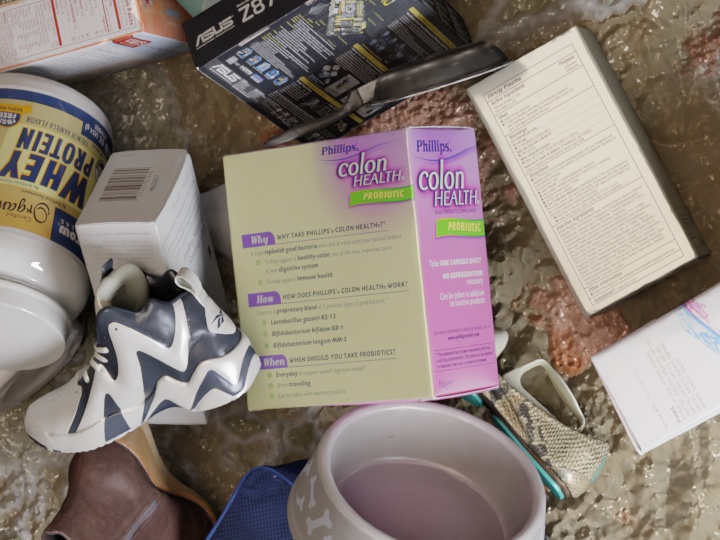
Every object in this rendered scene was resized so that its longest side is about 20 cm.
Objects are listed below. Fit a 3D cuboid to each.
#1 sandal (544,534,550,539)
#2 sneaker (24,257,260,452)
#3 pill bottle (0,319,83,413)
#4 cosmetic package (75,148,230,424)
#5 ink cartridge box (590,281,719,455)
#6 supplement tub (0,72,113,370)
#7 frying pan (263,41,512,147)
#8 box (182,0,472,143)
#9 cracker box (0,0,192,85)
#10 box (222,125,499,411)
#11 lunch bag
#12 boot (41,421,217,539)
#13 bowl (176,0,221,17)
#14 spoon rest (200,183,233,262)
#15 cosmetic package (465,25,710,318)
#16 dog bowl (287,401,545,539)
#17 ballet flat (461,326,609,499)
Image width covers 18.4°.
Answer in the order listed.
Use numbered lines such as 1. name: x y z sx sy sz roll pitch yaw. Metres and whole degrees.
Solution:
1. sandal: 0.159 0.272 1.726 0.059 0.079 0.207 -44 81 11
2. sneaker: -0.187 0.055 1.683 0.198 0.080 0.130 -15 114 27
3. pill bottle: -0.332 0.012 1.854 0.111 0.111 0.200 -43 80 14
4. cosmetic package: -0.158 0.015 1.758 0.073 0.102 0.201 -1 128 17
5. ink cartridge box: 0.283 0.048 1.645 0.199 0.148 0.086 -29 83 15
6. supplement tub: -0.276 -0.037 1.748 0.143 0.145 0.201 -4 61 17
7. frying pan: 0.024 -0.139 1.696 0.189 0.115 0.031 -14 97 18
8. box: -0.020 -0.175 1.705 0.160 0.200 0.049 -28 64 17
9. cracker box: -0.243 -0.188 1.809 0.198 0.134 0.058 -13 87 17
10. box: 0.000 0.000 1.696 0.175 0.096 0.202 -7 90 35
11. lunch bag: -0.011 0.242 1.749 0.200 0.132 0.136 43 114 20
12. boot: -0.182 0.222 1.753 0.072 0.167 0.201 -9 124 24
13. bowl: -0.068 -0.246 1.706 0.200 0.201 0.106 -30 65 16
14. spoon rest: -0.109 -0.042 1.819 0.198 0.061 0.100 5 94 4
15. cosmetic package: 0.176 -0.075 1.714 0.103 0.073 0.201 -28 83 16
16. dog bowl: 0.048 0.173 1.662 0.199 0.200 0.059 25 126 15
17. ballet flat: 0.113 0.093 1.748 0.200 0.068 0.075 40 82 13
